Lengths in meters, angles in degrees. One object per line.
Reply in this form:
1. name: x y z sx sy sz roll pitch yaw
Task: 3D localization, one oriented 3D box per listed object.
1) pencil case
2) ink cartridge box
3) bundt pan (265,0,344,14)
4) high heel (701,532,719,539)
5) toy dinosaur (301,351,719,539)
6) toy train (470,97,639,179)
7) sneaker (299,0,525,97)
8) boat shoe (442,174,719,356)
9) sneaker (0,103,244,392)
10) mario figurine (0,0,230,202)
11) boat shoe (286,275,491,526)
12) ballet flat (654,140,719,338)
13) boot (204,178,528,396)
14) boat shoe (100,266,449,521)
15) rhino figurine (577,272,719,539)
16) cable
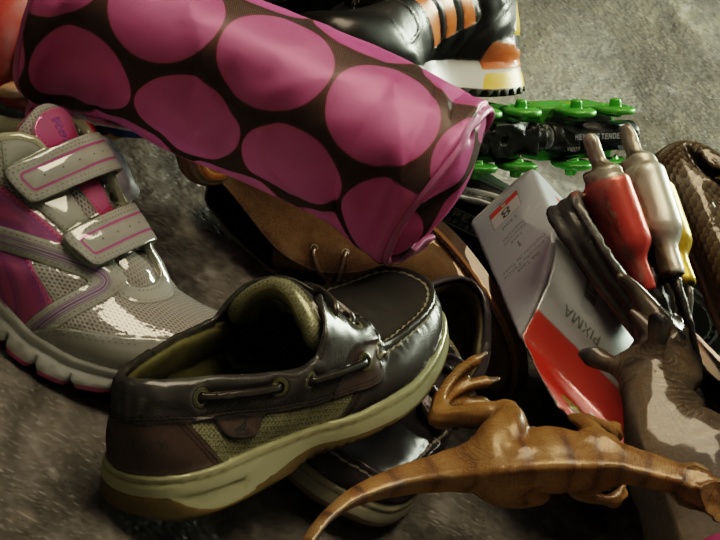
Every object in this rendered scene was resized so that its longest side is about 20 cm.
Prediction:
1. pencil case: -0.048 -0.070 1.264 0.200 0.094 0.091 25 21 9
2. ink cartridge box: 0.134 0.052 1.385 0.162 0.050 0.200 44 9 -24
3. bundt pan: -0.037 -0.154 1.573 0.202 0.202 0.076 8 55 -44
4. high heel: 0.200 0.135 1.193 0.200 0.067 0.096 16 12 -23
5. toy dinosaur: 0.053 0.078 1.197 0.200 0.060 0.106 -4 16 -12
6. toy train: 0.064 -0.071 1.535 0.200 0.042 0.056 -4 13 -40
7. sneaker: 0.018 -0.133 1.477 0.070 0.090 0.200 0 0 31
8. boat shoe: 0.106 -0.001 1.522 0.199 0.074 0.068 29 15 5
9. sneaker: -0.132 -0.019 1.234 0.200 0.088 0.081 30 20 7
10. mario figurine: -0.102 -0.084 1.418 0.123 0.106 0.200 -8 17 -37
11. boat shoe: 0.015 0.050 1.289 0.072 0.065 0.200 32 21 4
12. ballet flat: 0.201 0.023 1.477 0.067 0.046 0.200 47 18 -75
13. boot: 0.000 0.000 1.430 0.075 0.074 0.200 -28 58 -31
14. boat shoe: -0.029 0.035 1.185 0.072 0.066 0.201 19 32 32
15. rhino figurine: 0.147 0.091 1.270 0.087 0.060 0.200 6 61 -53
16. cable: 0.148 0.025 1.354 0.097 0.050 0.200 6 53 -62
